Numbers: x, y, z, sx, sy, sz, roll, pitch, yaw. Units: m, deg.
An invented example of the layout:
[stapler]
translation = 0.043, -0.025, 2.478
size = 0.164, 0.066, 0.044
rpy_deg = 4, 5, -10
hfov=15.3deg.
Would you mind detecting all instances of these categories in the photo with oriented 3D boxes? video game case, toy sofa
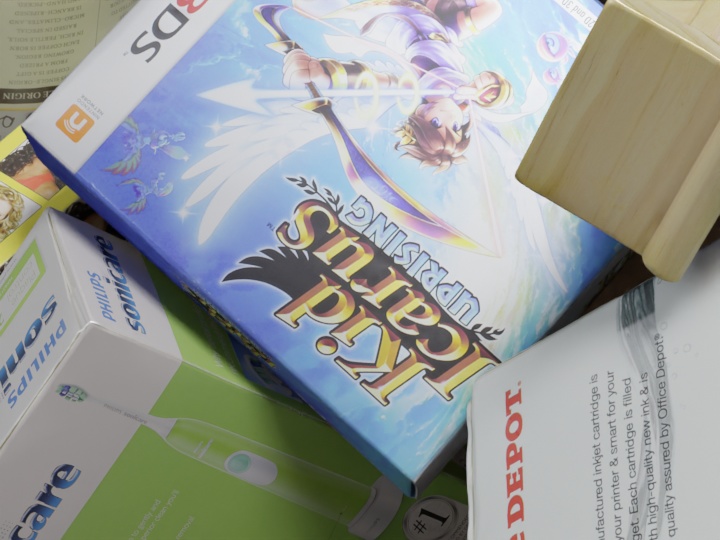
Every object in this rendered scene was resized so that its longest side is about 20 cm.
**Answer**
[video game case]
translation = 0.007, -0.049, 0.996
size = 0.181, 0.200, 0.045
rpy_deg = -48, -9, -7
[toy sofa]
translation = 0.137, -0.083, 0.906
size = 0.200, 0.097, 0.083
rpy_deg = -56, -4, -49

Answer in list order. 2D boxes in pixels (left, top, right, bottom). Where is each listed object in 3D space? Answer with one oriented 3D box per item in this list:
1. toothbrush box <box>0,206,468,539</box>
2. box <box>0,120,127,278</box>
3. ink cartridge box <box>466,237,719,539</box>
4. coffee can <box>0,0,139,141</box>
[toothbrush box]
translation = -0.070, 0.087, 1.047
size = 0.146, 0.199, 0.086
rpy_deg = -54, 34, 18
[box]
translation = -0.109, -0.034, 1.101
size = 0.050, 0.075, 0.200
rpy_deg = 29, 56, 23
[ink cartridge box]
translation = 0.130, 0.071, 0.870
size = 0.200, 0.083, 0.147
rpy_deg = -31, 46, 41
[coffee can]
translation = -0.162, -0.111, 1.196
size = 0.147, 0.145, 0.201
rpy_deg = -105, 20, -46
